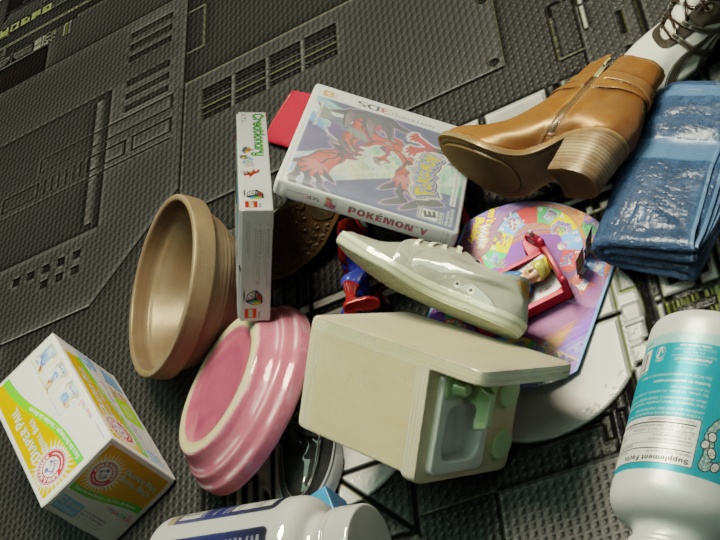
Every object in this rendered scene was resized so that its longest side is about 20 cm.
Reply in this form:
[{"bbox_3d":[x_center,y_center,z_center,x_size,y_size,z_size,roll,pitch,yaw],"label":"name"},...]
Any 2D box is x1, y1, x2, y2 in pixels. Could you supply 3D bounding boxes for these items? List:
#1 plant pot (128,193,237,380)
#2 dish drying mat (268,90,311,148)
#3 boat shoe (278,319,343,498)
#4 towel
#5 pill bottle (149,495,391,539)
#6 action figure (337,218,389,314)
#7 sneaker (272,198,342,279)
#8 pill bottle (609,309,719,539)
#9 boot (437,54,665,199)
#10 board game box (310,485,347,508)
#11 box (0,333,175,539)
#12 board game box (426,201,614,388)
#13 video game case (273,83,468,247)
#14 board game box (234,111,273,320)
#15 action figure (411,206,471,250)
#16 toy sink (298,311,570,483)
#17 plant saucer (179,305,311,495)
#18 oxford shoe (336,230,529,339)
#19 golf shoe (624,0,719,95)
[{"bbox_3d":[-0.177,0.024,1.314,0.201,0.092,0.202,-37,47,53],"label":"plant pot"},{"bbox_3d":[-0.031,-0.166,1.430,0.199,0.018,0.077,21,73,42],"label":"dish drying mat"},{"bbox_3d":[-0.054,0.138,1.183,0.070,0.066,0.201,-10,53,30],"label":"boat shoe"},{"bbox_3d":[0.291,-0.090,1.107,0.111,0.049,0.201,9,63,36],"label":"towel"},{"bbox_3d":[-0.076,0.252,1.023,0.199,0.111,0.112,-15,51,27],"label":"pill bottle"},{"bbox_3d":[0.000,0.000,1.230,0.051,0.066,0.200,-7,31,-2],"label":"action figure"},{"bbox_3d":[-0.042,-0.076,1.343,0.200,0.067,0.090,-51,-2,22],"label":"sneaker"},{"bbox_3d":[0.256,0.140,0.924,0.110,0.111,0.201,1,60,37],"label":"pill bottle"},{"bbox_3d":[0.184,-0.151,1.171,0.199,0.077,0.156,9,57,45],"label":"boot"},{"bbox_3d":[-0.079,0.312,1.090,0.200,0.040,0.153,-36,44,9],"label":"board game box"},{"bbox_3d":[-0.302,0.179,1.302,0.101,0.113,0.200,-44,45,0],"label":"box"},{"bbox_3d":[0.145,0.010,1.125,0.157,0.039,0.201,13,65,26],"label":"board game box"},{"bbox_3d":[0.020,-0.111,1.218,0.181,0.023,0.200,17,37,-1],"label":"video game case"},{"bbox_3d":[-0.109,-0.059,1.219,0.034,0.127,0.200,0,34,-7],"label":"board game box"},{"bbox_3d":[0.082,-0.048,1.240,0.065,0.052,0.201,-27,48,10],"label":"action figure"},{"bbox_3d":[0.063,0.113,1.050,0.199,0.130,0.113,15,101,42],"label":"toy sink"},{"bbox_3d":[-0.122,0.121,1.201,0.201,0.051,0.201,-46,27,32],"label":"plant saucer"},{"bbox_3d":[0.069,0.001,1.100,0.199,0.075,0.058,23,81,25],"label":"oxford shoe"},{"bbox_3d":[0.321,-0.246,1.180,0.200,0.094,0.078,-34,46,13],"label":"golf shoe"}]
